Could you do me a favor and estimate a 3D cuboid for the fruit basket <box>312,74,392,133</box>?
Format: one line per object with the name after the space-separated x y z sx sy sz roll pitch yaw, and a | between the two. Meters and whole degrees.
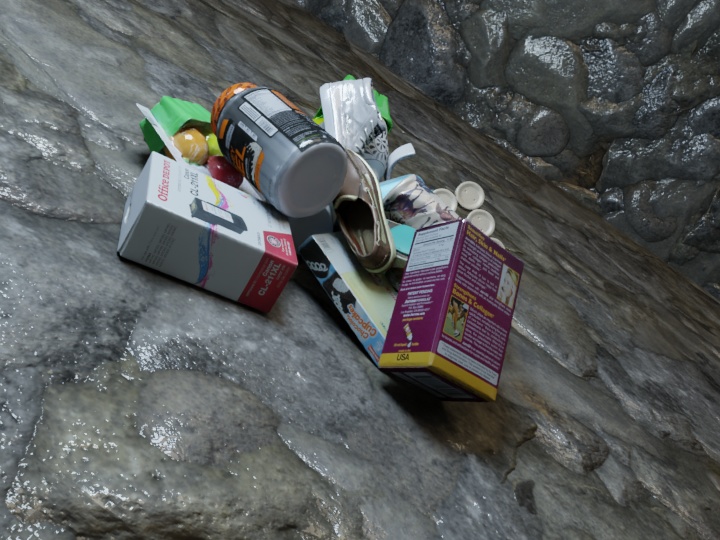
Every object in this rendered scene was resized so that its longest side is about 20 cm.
-0.049 -0.243 1.408 0.154 0.217 0.216 28 23 -13 | fruit basket

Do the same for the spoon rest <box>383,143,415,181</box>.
0.078 -0.135 1.393 0.060 0.202 0.100 -9 34 -2 | spoon rest

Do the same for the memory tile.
0.154 -0.037 1.190 0.151 0.017 0.202 -16 78 -13 | memory tile

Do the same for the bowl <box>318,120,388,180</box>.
-0.024 -0.177 1.316 0.199 0.200 0.095 5 51 -50 | bowl

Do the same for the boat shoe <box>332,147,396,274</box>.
-0.006 -0.096 1.052 0.075 0.074 0.204 27 36 -62 | boat shoe

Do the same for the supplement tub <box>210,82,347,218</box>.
-0.119 -0.172 1.031 0.122 0.123 0.200 6 30 -49 | supplement tub

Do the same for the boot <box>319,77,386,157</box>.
-0.004 -0.214 1.197 0.074 0.094 0.203 42 38 -79 | boot

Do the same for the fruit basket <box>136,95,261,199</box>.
-0.233 -0.157 1.110 0.201 0.093 0.185 57 17 4 | fruit basket

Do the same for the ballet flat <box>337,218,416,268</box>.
0.042 -0.041 1.112 0.067 0.063 0.199 -28 43 -29 | ballet flat

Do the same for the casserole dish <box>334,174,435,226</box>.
0.027 -0.120 1.263 0.121 0.197 0.039 53 20 -86 | casserole dish

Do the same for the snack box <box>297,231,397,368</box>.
0.006 0.034 1.047 0.201 0.037 0.116 55 27 13 | snack box

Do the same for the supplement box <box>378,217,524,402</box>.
0.121 0.055 0.974 0.130 0.202 0.103 31 -24 -32 | supplement box

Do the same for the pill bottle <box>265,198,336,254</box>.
-0.092 -0.115 1.163 0.113 0.114 0.201 26 26 -19 | pill bottle

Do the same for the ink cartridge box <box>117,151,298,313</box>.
-0.189 -0.049 0.935 0.198 0.083 0.146 24 24 -25 | ink cartridge box

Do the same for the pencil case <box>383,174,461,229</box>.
0.115 -0.055 1.139 0.200 0.089 0.078 45 3 5 | pencil case

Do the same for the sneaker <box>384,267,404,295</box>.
0.111 0.071 1.115 0.199 0.088 0.076 34 39 6 | sneaker
